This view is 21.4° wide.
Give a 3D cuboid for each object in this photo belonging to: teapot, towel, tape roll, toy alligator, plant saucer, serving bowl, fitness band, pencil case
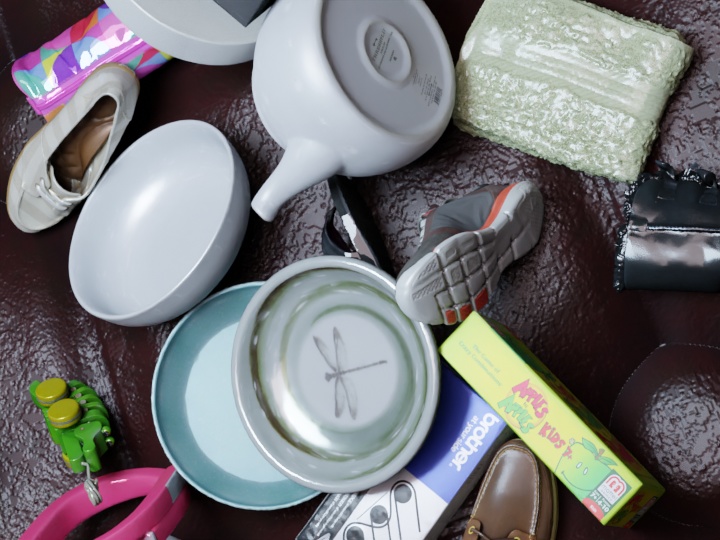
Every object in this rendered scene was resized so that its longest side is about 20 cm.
[{"bbox_3d":[-0.023,-0.166,1.657,0.146,0.199,0.199,-24,85,44],"label":"teapot"},{"bbox_3d":[0.176,-0.166,1.657,0.199,0.036,0.149,23,91,22],"label":"towel"},{"bbox_3d":[-0.144,-0.279,1.722,0.204,0.202,0.037,64,148,17],"label":"tape roll"},{"bbox_3d":[-0.249,0.147,1.730,0.054,0.060,0.200,-24,35,-15],"label":"toy alligator"},{"bbox_3d":[-0.015,0.087,1.626,0.199,0.050,0.202,2,94,27],"label":"plant saucer"},{"bbox_3d":[-0.171,-0.033,1.729,0.199,0.066,0.201,-23,50,29],"label":"serving bowl"},{"bbox_3d":[-0.085,0.112,1.690,0.198,0.036,0.202,-1,80,4],"label":"plant saucer"},{"bbox_3d":[-0.225,0.222,1.663,0.143,0.200,0.038,-18,103,19],"label":"fitness band"},{"bbox_3d":[-0.229,-0.210,1.785,0.199,0.088,0.089,-31,73,16],"label":"pencil case"}]

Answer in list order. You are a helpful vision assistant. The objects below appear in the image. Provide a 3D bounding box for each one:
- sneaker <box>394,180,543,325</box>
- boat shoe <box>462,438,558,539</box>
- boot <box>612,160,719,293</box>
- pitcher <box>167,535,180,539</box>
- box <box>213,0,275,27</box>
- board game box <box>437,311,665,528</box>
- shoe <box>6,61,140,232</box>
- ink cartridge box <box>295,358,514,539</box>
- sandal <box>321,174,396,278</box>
[{"bbox_3d":[0.077,-0.016,1.610,0.081,0.200,0.078,12,121,34],"label":"sneaker"},{"bbox_3d":[0.117,0.241,1.598,0.071,0.068,0.202,12,86,21],"label":"boat shoe"},{"bbox_3d":[0.288,0.009,1.569,0.161,0.073,0.200,8,78,19],"label":"boot"},{"bbox_3d":[-0.132,0.312,1.654,0.171,0.121,0.200,-43,79,12],"label":"pitcher"},{"bbox_3d":[-0.072,-0.328,1.637,0.124,0.200,0.149,39,124,0],"label":"box"},{"bbox_3d":[0.159,0.125,1.583,0.048,0.102,0.200,-46,70,7],"label":"board game box"},{"bbox_3d":[-0.272,-0.106,1.769,0.070,0.054,0.200,27,119,-20],"label":"shoe"},{"bbox_3d":[0.041,0.181,1.648,0.094,0.044,0.201,37,95,19],"label":"ink cartridge box"},{"bbox_3d":[0.000,0.000,1.674,0.048,0.075,0.202,-25,75,11],"label":"sandal"}]
